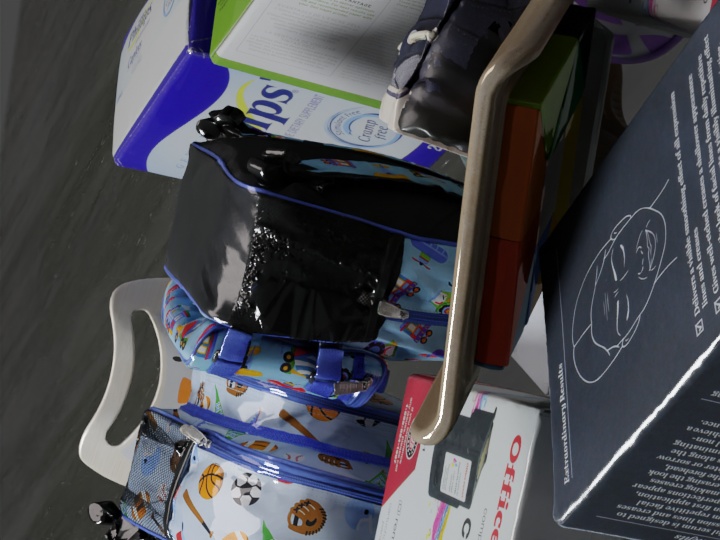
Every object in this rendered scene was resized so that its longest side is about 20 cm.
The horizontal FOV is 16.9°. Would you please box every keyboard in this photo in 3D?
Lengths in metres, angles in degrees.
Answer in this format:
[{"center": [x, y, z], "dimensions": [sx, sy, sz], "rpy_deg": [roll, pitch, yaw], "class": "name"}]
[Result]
[{"center": [0.098, -0.036, 1.220], "dimensions": [0.056, 0.011, 0.201], "rpy_deg": [43, 134, 50], "class": "keyboard"}]

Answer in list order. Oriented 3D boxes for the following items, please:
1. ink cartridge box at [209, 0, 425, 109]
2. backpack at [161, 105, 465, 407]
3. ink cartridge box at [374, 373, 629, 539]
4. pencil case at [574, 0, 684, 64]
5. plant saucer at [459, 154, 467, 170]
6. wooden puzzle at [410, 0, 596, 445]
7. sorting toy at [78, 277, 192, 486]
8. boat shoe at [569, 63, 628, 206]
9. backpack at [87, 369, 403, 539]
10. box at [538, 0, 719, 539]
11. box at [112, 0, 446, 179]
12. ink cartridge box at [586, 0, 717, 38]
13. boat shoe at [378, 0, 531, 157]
[{"center": [0.014, -0.176, 1.411], "dimensions": [0.200, 0.147, 0.076], "rpy_deg": [135, 145, -59], "class": "ink cartridge box"}, {"center": [0.000, 0.000, 1.363], "dimensions": [0.183, 0.199, 0.135], "rpy_deg": [-141, 64, -70], "class": "backpack"}, {"center": [0.077, 0.135, 1.221], "dimensions": [0.200, 0.082, 0.147], "rpy_deg": [-174, 96, -73], "class": "ink cartridge box"}, {"center": [0.124, -0.189, 1.293], "dimensions": [0.200, 0.085, 0.084], "rpy_deg": [-102, 32, -55], "class": "pencil case"}, {"center": [0.096, -0.131, 1.428], "dimensions": [0.200, 0.036, 0.201], "rpy_deg": [-167, 90, -73], "class": "plant saucer"}, {"center": [0.076, -0.040, 1.115], "dimensions": [0.185, 0.037, 0.201], "rpy_deg": [-58, -19, -60], "class": "wooden puzzle"}, {"center": [-0.095, 0.086, 1.642], "dimensions": [0.107, 0.179, 0.201], "rpy_deg": [-172, 94, -73], "class": "sorting toy"}, {"center": [0.105, -0.071, 1.284], "dimensions": [0.201, 0.071, 0.065], "rpy_deg": [-105, 26, -45], "class": "boat shoe"}, {"center": [-0.029, 0.135, 1.422], "dimensions": [0.190, 0.199, 0.155], "rpy_deg": [30, 108, 59], "class": "backpack"}, {"center": [0.163, 0.005, 0.997], "dimensions": [0.200, 0.107, 0.149], "rpy_deg": [123, 153, -49], "class": "box"}, {"center": [-0.044, -0.128, 1.590], "dimensions": [0.184, 0.199, 0.105], "rpy_deg": [135, 144, -60], "class": "box"}, {"center": [0.187, -0.173, 1.084], "dimensions": [0.200, 0.085, 0.148], "rpy_deg": [-155, 78, -71], "class": "ink cartridge box"}, {"center": [0.056, -0.107, 1.208], "dimensions": [0.200, 0.074, 0.093], "rpy_deg": [-101, 31, -84], "class": "boat shoe"}]
